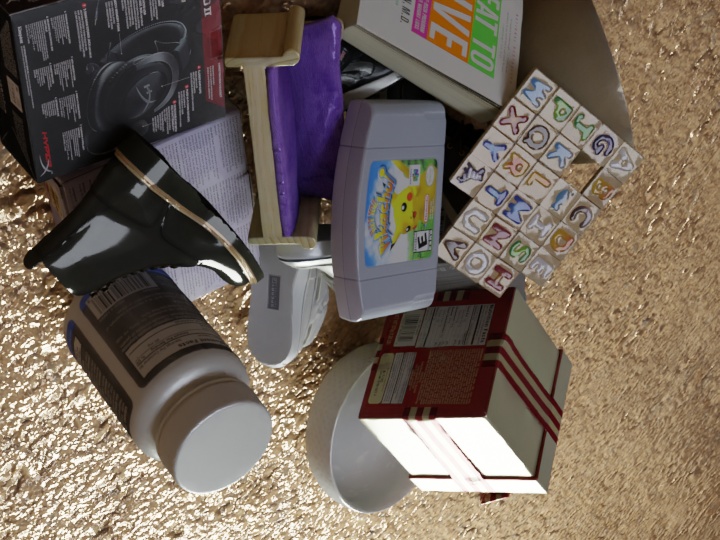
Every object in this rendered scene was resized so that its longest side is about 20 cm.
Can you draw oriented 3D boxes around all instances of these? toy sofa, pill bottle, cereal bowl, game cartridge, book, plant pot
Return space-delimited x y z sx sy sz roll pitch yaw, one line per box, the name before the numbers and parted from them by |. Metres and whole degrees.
toy sofa | -0.059 -0.123 1.107 0.096 0.083 0.202 0 127 4
pill bottle | -0.166 0.091 1.083 0.113 0.200 0.115 -24 138 -25
cereal bowl | 0.006 0.176 1.467 0.199 0.083 0.203 -20 117 -45
game cartridge | 0.026 -0.057 1.167 0.132 0.040 0.203 -8 105 -47
book | 0.068 -0.241 1.170 0.198 0.048 0.136 23 69 -37
plant pot | 0.188 -0.195 1.306 0.133 0.202 0.201 -18 140 7

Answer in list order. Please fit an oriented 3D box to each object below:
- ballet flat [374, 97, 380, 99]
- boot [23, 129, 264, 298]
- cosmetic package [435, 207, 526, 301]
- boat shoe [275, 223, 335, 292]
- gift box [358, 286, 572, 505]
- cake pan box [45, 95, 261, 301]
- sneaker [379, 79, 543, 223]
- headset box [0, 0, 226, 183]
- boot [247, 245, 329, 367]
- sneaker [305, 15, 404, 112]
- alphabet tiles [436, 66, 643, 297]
ballet flat | 0.024 -0.079 1.313 0.066 0.067 0.202 -13 128 -38
boot | -0.181 -0.013 1.067 0.138 0.077 0.200 -45 135 -2
cosmetic package | 0.117 -0.005 1.417 0.200 0.089 0.108 51 41 -52
boat shoe | -0.003 -0.001 1.230 0.200 0.074 0.088 -8 105 -48
gift box | 0.113 0.134 1.384 0.187 0.198 0.186 49 52 -40
cake pan box | -0.185 -0.044 1.153 0.183 0.052 0.202 -27 136 -23
sneaker | 0.109 -0.129 1.269 0.201 0.105 0.075 52 45 -22
headset box | -0.195 -0.179 1.013 0.198 0.077 0.150 -26 136 -29
boot | -0.069 -0.007 1.293 0.095 0.073 0.203 -31 134 -67
sneaker | -0.017 -0.205 1.170 0.199 0.076 0.088 -39 134 -14
alphabet tiles | 0.164 -0.074 1.232 0.166 0.008 0.201 31 102 -31
